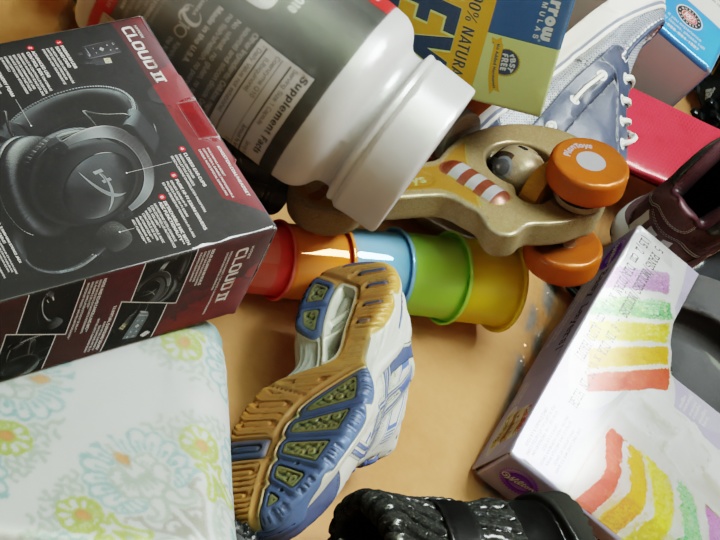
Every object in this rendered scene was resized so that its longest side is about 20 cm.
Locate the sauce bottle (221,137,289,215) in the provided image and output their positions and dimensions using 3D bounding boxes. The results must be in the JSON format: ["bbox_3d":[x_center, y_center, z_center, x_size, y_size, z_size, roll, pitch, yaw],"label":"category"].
[{"bbox_3d":[-0.131,-0.067,1.181,0.199,0.065,0.065,12,52,-29],"label":"sauce bottle"}]

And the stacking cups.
[{"bbox_3d":[0.000,0.000,1.244,0.199,0.061,0.061,6,56,-28],"label":"stacking cups"}]

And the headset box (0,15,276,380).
[{"bbox_3d":[-0.150,-0.037,1.046,0.199,0.077,0.149,-16,61,-35],"label":"headset box"}]

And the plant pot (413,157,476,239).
[{"bbox_3d":[0.056,-0.095,1.369,0.199,0.027,0.201,19,49,-24],"label":"plant pot"}]

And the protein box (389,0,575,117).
[{"bbox_3d":[0.033,-0.212,1.278,0.199,0.135,0.199,15,27,-1],"label":"protein box"}]

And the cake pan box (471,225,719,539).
[{"bbox_3d":[0.189,0.098,1.282,0.184,0.052,0.200,40,57,-8],"label":"cake pan box"}]

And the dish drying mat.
[{"bbox_3d":[0.220,-0.076,1.428,0.199,0.018,0.077,23,48,-10],"label":"dish drying mat"}]

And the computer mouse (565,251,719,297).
[{"bbox_3d":[0.221,0.016,1.395,0.199,0.046,0.141,-6,62,-40],"label":"computer mouse"}]

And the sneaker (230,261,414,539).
[{"bbox_3d":[-0.010,0.085,1.142,0.200,0.075,0.088,-61,141,-45],"label":"sneaker"}]

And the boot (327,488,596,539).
[{"bbox_3d":[0.077,0.207,1.120,0.157,0.079,0.211,3,46,-43],"label":"boot"}]

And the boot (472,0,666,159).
[{"bbox_3d":[0.148,-0.103,1.359,0.200,0.073,0.090,-37,79,-28],"label":"boot"}]

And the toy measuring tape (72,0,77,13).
[{"bbox_3d":[-0.103,-0.120,1.234,0.200,0.074,0.074,41,44,-4],"label":"toy measuring tape"}]

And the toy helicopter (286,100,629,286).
[{"bbox_3d":[0.049,-0.056,1.237,0.199,0.079,0.132,-6,45,-21],"label":"toy helicopter"}]

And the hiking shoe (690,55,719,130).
[{"bbox_3d":[0.288,-0.130,1.547,0.087,0.074,0.201,34,54,-22],"label":"hiking shoe"}]

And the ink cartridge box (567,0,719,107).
[{"bbox_3d":[0.200,-0.218,1.526,0.146,0.084,0.200,39,43,-6],"label":"ink cartridge box"}]

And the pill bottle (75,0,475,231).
[{"bbox_3d":[-0.044,-0.120,1.144,0.200,0.114,0.114,37,44,0],"label":"pill bottle"}]

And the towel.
[{"bbox_3d":[-0.160,0.080,1.022,0.199,0.048,0.172,8,42,-13],"label":"towel"}]

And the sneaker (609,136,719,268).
[{"bbox_3d":[0.259,-0.064,1.351,0.200,0.116,0.076,-34,83,-28],"label":"sneaker"}]

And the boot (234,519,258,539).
[{"bbox_3d":[-0.088,0.213,1.002,0.162,0.073,0.199,-16,65,-42],"label":"boot"}]
